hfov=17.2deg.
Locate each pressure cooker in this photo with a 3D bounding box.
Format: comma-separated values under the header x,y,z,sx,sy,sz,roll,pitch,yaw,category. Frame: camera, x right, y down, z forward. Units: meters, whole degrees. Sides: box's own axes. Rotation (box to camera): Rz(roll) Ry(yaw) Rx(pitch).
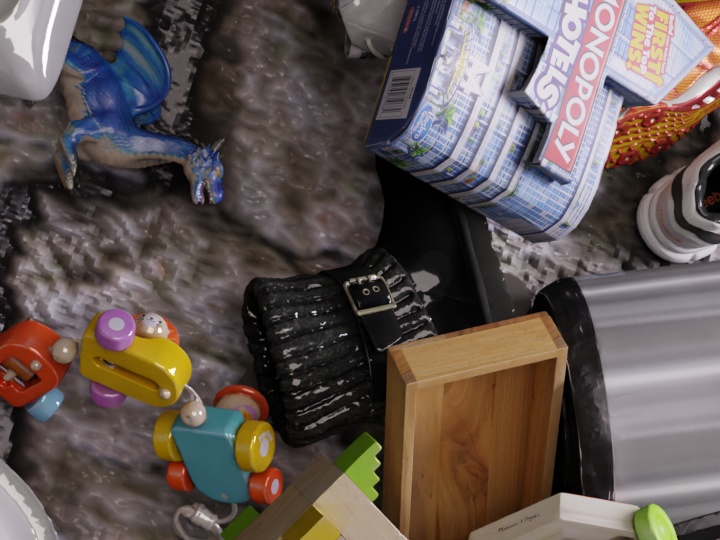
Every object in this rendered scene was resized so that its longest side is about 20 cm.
x,y,z,sx,sy,sz,roll,pitch,yaw,category
0.212,0.079,1.450,0.199,0.176,0.179,-7,127,-6,pressure cooker

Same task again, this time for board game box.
x,y,z,sx,sy,sz,roll,pitch,yaw,category
0.117,-0.127,1.429,0.200,0.062,0.201,26,74,-36,board game box

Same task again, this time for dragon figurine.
x,y,z,sx,sy,sz,roll,pitch,yaw,category
-0.152,-0.115,1.459,0.099,0.059,0.200,-23,77,-17,dragon figurine

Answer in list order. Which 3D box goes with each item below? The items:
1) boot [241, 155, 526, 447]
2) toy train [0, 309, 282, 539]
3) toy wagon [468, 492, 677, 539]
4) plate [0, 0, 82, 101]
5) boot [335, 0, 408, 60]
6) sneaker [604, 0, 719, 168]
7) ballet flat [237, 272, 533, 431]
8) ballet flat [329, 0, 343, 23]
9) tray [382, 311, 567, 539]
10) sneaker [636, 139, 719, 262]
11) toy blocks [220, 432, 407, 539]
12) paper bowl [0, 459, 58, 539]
x,y,z,sx,sy,sz,roll,pitch,yaw,category
0.000,-0.001,1.450,0.157,0.080,0.212,-12,56,-8,boot
-0.133,0.076,1.412,0.200,0.150,0.056,39,50,-13,toy train
0.143,0.214,1.413,0.200,0.155,0.040,49,28,-29,toy wagon
-0.252,-0.219,1.434,0.199,0.032,0.200,15,77,8,plate
0.035,-0.148,1.470,0.095,0.074,0.200,-24,111,-2,boot
0.200,-0.131,1.560,0.200,0.073,0.077,-32,68,-20,sneaker
0.017,0.057,1.487,0.199,0.046,0.067,-23,59,-14,ballet flat
0.070,-0.207,1.532,0.199,0.071,0.065,-12,62,-20,ballet flat
0.064,0.116,1.421,0.098,0.200,0.037,-12,45,-15,tray
0.275,-0.073,1.555,0.200,0.080,0.074,-36,90,-18,sneaker
-0.025,0.209,1.355,0.200,0.100,0.137,-44,107,-6,toy blocks
-0.266,0.189,1.363,0.200,0.104,0.201,3,80,-15,paper bowl
